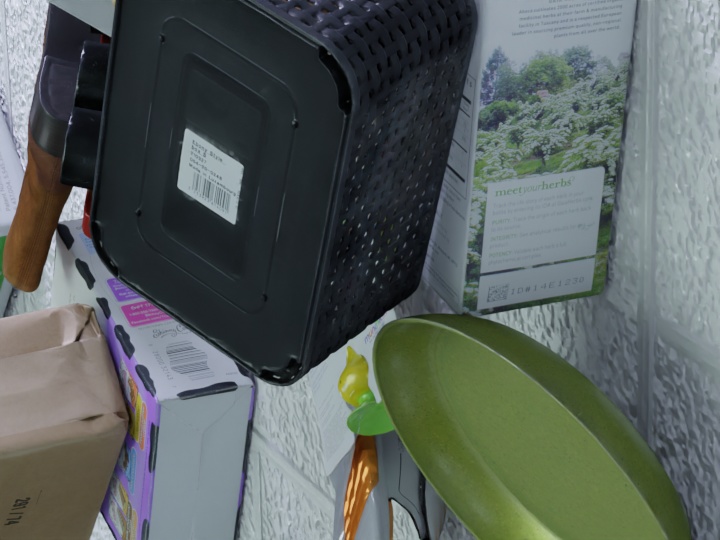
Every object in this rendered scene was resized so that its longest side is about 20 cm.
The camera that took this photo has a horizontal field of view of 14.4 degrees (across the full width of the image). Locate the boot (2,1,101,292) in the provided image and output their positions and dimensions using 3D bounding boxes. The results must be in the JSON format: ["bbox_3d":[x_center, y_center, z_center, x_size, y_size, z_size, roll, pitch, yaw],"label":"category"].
[{"bbox_3d":[-0.186,-0.110,1.889,0.200,0.068,0.189,113,164,-56],"label":"boot"}]

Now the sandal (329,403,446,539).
[{"bbox_3d":[0.019,0.118,1.575,0.207,0.059,0.079,-94,18,-54],"label":"sandal"}]

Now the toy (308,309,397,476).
[{"bbox_3d":[0.000,0.000,1.562,0.115,0.047,0.200,123,147,-48],"label":"toy"}]

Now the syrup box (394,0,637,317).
[{"bbox_3d":[0.071,-0.086,1.327,0.081,0.079,0.200,-132,39,-53],"label":"syrup box"}]

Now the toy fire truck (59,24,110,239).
[{"bbox_3d":[-0.113,-0.066,1.738,0.200,0.128,0.176,105,172,-55],"label":"toy fire truck"}]

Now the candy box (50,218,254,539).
[{"bbox_3d":[-0.147,0.084,1.926,0.200,0.071,0.168,-124,32,-44],"label":"candy box"}]

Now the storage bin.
[{"bbox_3d":[-0.039,-0.065,1.308,0.135,0.094,0.200,33,135,23],"label":"storage bin"}]

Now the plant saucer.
[{"bbox_3d":[0.087,0.092,1.335,0.200,0.031,0.200,40,158,20],"label":"plant saucer"}]

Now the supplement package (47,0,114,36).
[{"bbox_3d":[-0.132,-0.211,1.570,0.117,0.200,0.117,-41,52,18],"label":"supplement package"}]

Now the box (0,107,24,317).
[{"bbox_3d":[-0.378,-0.059,2.288,0.199,0.171,0.200,118,137,-56],"label":"box"}]

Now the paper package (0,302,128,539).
[{"bbox_3d":[-0.267,0.126,1.888,0.200,0.190,0.104,114,140,-56],"label":"paper package"}]

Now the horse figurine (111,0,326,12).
[{"bbox_3d":[-0.079,-0.148,1.496,0.050,0.200,0.133,-37,33,38],"label":"horse figurine"}]
